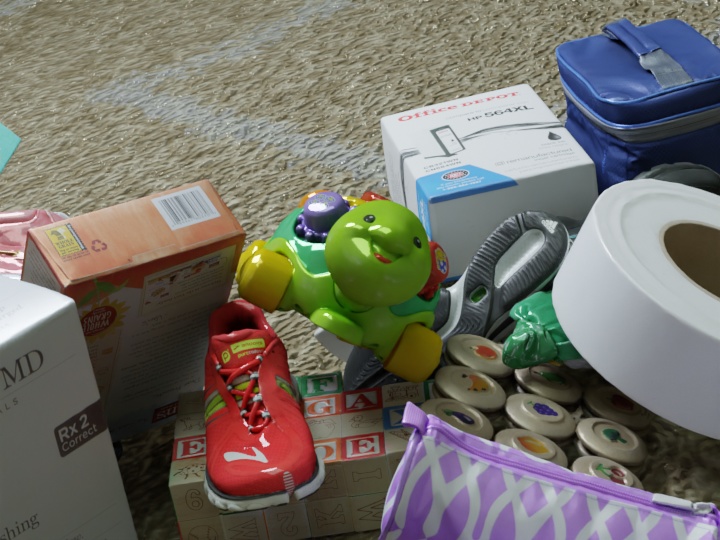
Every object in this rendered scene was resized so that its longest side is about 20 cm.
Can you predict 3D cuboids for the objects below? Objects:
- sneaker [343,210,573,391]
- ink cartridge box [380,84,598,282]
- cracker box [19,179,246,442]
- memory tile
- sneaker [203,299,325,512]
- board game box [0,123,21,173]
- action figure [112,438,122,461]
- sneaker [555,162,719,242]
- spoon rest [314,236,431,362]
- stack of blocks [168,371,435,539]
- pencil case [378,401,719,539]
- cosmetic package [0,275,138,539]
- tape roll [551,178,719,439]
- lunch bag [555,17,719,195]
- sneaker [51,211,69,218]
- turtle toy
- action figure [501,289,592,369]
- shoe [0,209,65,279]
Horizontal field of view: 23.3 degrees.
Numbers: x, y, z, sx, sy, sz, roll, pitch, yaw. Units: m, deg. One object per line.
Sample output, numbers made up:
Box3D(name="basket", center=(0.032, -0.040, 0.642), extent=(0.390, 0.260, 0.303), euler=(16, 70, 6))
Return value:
Box3D(name="sneaker", center=(0.086, 0.050, 1.283), extent=(0.200, 0.115, 0.076), euler=(-39, 59, 4))
Box3D(name="ink cartridge box", center=(0.108, -0.079, 1.506), extent=(0.146, 0.084, 0.200), euler=(-13, 27, -6))
Box3D(name="cracker box", center=(-0.164, 0.039, 1.179), extent=(0.134, 0.200, 0.058), euler=(-18, 56, -31))
Box3D(name="memory tile", center=(0.113, 0.106, 1.120), extent=(0.153, 0.017, 0.200), euler=(21, 26, 2))
Box3D(name="sneaker", center=(-0.074, 0.082, 1.108), extent=(0.077, 0.085, 0.200), euler=(-14, 27, -6))
Box3D(name="board game box", center=(-0.378, -0.027, 1.487), extent=(0.200, 0.045, 0.152), euler=(-46, 15, 24))
Box3D(name="action figure", center=(-0.241, 0.096, 1.309), extent=(0.200, 0.105, 0.193), euler=(37, 52, 17))
Box3D(name="sneaker", center=(0.214, -0.019, 1.383), extent=(0.200, 0.075, 0.079), euler=(-25, 43, -15))
Box3D(name="spoon rest", center=(0.009, 0.022, 1.366), extent=(0.099, 0.061, 0.200), euler=(-32, 14, 20))
Box3D(name="stack of blocks", center=(-0.023, 0.122, 1.174), extent=(0.200, 0.059, 0.115), euler=(-8, 27, 3))
Box3D(name="pencil case", center=(0.110, 0.143, 0.985), extent=(0.200, 0.086, 0.084), euler=(15, 35, 0))
Box3D(name="cosmetic package", center=(-0.267, 0.122, 1.100), extent=(0.165, 0.200, 0.165), euler=(15, 36, 41))
Box3D(name="tape roll", center=(0.233, 0.025, 1.166), extent=(0.202, 0.071, 0.203), euler=(18, 31, -11))
Box3D(name="lunch bag", center=(0.255, -0.149, 1.541), extent=(0.136, 0.133, 0.200), euler=(-14, 27, -8))
Box3D(name="sneaker", center=(-0.330, 0.028, 1.468), extent=(0.199, 0.080, 0.130), euler=(-52, 23, -25))
Box3D(name="turtle toy", center=(0.000, 0.000, 1.152), extent=(0.146, 0.101, 0.200), euler=(26, 2, -6))
Box3D(name="action figure", center=(0.170, 0.038, 1.223), extent=(0.200, 0.055, 0.118), euler=(-10, 36, -41))
Box3D(name="shoe", center=(-0.198, 0.005, 1.297), extent=(0.200, 0.072, 0.091), euler=(5, 48, -11))
